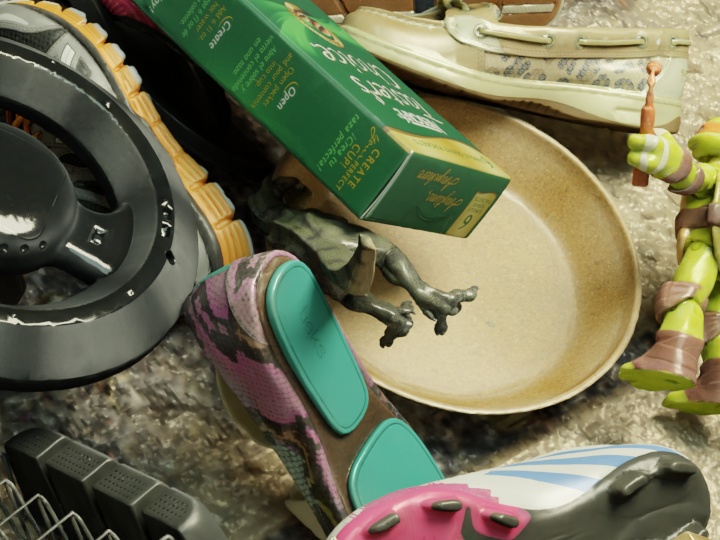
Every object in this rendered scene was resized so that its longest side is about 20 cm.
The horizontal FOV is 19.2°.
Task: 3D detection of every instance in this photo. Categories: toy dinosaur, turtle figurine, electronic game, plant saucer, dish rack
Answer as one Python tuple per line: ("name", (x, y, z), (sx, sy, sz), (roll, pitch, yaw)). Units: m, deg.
("toy dinosaur", (0.000, 0.000, 0.989), (0.088, 0.200, 0.047), (35, 88, -19))
("turtle figurine", (0.182, -0.010, 1.091), (0.064, 0.200, 0.162), (3, 74, 24))
("electronic game", (-0.166, -0.031, 0.952), (0.200, 0.042, 0.200), (18, 46, -20))
("plant saucer", (0.045, -0.003, 1.097), (0.200, 0.035, 0.200), (8, 53, -11))
("dish rack", (-0.160, 0.145, 0.871), (0.200, 0.055, 0.153), (-37, 32, -28))

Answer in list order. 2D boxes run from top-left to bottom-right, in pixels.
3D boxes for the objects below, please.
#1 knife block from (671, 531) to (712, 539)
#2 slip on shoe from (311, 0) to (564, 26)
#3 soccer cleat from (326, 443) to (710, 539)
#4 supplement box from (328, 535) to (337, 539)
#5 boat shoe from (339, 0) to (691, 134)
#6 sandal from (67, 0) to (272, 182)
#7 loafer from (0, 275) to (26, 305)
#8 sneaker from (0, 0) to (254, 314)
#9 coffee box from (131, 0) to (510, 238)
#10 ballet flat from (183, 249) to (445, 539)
("knife block", (0.156, 0.183, 0.990), (0.200, 0.176, 0.064), (-37, 63, 13))
("slip on shoe", (0.013, -0.163, 1.194), (0.200, 0.076, 0.061), (-2, 15, -10))
("soccer cleat", (0.063, 0.122, 0.962), (0.200, 0.086, 0.070), (-8, 91, -26))
("supplement box", (-0.039, 0.251, 0.821), (0.200, 0.133, 0.197), (-29, 67, -32))
("boat shoe", (0.082, -0.119, 1.153), (0.200, 0.073, 0.063), (11, 93, -18))
("sandal", (-0.107, -0.126, 1.114), (0.200, 0.045, 0.075), (52, 17, 24))
("loafer", (-0.188, 0.009, 0.970), (0.072, 0.073, 0.200), (-10, 48, -14))
("sneaker", (-0.137, -0.055, 1.054), (0.077, 0.078, 0.200), (-31, 68, -25))
("coffee box", (-0.026, -0.096, 1.051), (0.200, 0.044, 0.123), (44, 15, 24))
("ballet flat", (-0.017, 0.079, 0.980), (0.200, 0.071, 0.069), (59, 43, -20))
